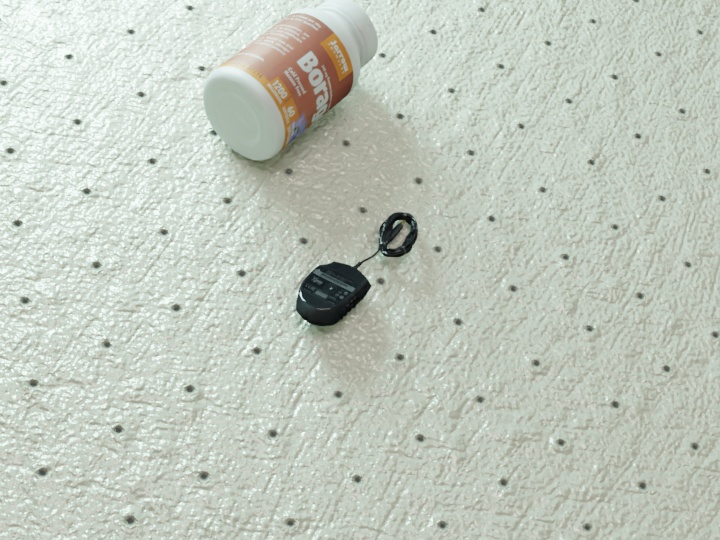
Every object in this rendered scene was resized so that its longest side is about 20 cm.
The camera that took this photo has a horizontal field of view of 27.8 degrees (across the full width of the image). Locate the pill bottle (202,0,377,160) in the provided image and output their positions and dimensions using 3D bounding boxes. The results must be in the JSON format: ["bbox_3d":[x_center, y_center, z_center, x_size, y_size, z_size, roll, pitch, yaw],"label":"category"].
[{"bbox_3d":[-0.072,-0.218,1.607,0.112,0.112,0.200,38,55,12],"label":"pill bottle"}]

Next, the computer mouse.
[{"bbox_3d":[0.000,0.000,1.531,0.058,0.034,0.200,27,46,25],"label":"computer mouse"}]
